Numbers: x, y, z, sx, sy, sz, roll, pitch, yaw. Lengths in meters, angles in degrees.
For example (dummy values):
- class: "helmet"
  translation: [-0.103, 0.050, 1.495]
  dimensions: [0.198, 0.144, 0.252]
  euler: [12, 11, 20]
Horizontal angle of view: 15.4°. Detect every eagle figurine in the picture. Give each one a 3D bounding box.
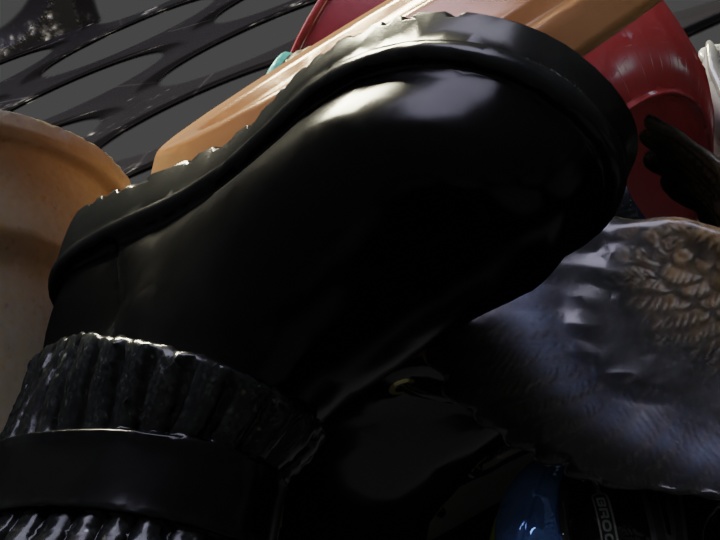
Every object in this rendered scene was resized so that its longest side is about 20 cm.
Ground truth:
- class: "eagle figurine"
  translation: [0.137, 0.002, 0.721]
  dimensions: [0.200, 0.152, 0.151]
  euler: [-20, 46, 40]

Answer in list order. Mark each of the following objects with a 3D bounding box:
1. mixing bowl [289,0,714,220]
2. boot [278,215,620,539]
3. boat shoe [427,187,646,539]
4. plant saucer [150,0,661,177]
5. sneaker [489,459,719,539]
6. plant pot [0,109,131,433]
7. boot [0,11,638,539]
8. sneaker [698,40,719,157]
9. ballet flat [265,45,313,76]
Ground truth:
- class: "mixing bowl"
  translation: [0.069, -0.047, 1.048]
  dimensions: [0.108, 0.201, 0.200]
  euler: [29, 47, 36]
- class: "boot"
  translation: [0.035, 0.051, 0.856]
  dimensions: [0.200, 0.073, 0.151]
  euler: [16, -60, -48]
- class: "boat shoe"
  translation: [0.027, 0.036, 0.943]
  dimensions: [0.200, 0.093, 0.075]
  euler: [-24, 13, -1]
- class: "plant saucer"
  translation: [0.012, -0.062, 0.820]
  dimensions: [0.200, 0.038, 0.200]
  euler: [-30, 7, 4]
- class: "sneaker"
  translation: [0.103, 0.070, 0.766]
  dimensions: [0.083, 0.071, 0.200]
  euler: [18, 22, 21]
- class: "plant pot"
  translation: [-0.148, 0.078, 0.803]
  dimensions: [0.200, 0.184, 0.201]
  euler: [-12, -25, -6]
- class: "boot"
  translation: [-0.026, 0.037, 0.669]
  dimensions: [0.211, 0.079, 0.158]
  euler: [-28, 32, 43]
- class: "sneaker"
  translation: [0.174, -0.068, 1.114]
  dimensions: [0.074, 0.087, 0.200]
  euler: [-24, 12, 0]
- class: "ballet flat"
  translation: [-0.019, 0.004, 0.983]
  dimensions: [0.070, 0.200, 0.071]
  euler: [9, 43, -8]
